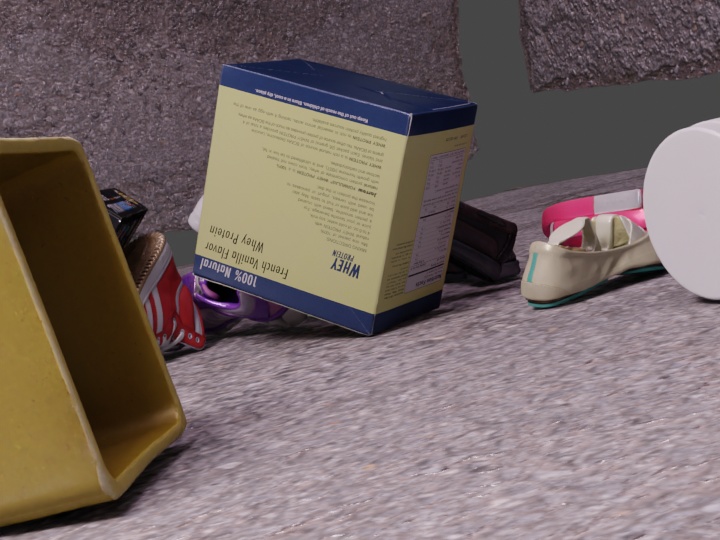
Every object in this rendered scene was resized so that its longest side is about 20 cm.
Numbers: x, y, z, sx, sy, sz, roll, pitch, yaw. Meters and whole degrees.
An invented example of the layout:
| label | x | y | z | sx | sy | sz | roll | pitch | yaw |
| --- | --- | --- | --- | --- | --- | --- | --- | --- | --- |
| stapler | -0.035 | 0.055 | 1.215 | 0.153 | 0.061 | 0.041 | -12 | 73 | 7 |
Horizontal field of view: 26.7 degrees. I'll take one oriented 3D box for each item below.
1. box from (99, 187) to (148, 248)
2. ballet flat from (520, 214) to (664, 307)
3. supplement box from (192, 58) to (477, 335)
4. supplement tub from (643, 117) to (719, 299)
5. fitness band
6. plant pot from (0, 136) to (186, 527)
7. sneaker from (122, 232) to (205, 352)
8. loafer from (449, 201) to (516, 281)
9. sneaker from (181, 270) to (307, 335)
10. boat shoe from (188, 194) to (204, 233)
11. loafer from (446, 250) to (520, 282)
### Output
| label | x | y | z | sx | sy | sz | roll | pitch | yaw |
| --- | --- | --- | --- | --- | --- | --- | --- | --- | --- |
| box | -0.280 | 0.018 | 1.442 | 0.050 | 0.200 | 0.199 | 31 | 4 | -4 |
| ballet flat | 0.209 | -0.018 | 1.317 | 0.069 | 0.070 | 0.200 | -8 | 5 | 42 |
| supplement box | -0.024 | -0.073 | 1.380 | 0.200 | 0.200 | 0.134 | 18 | 17 | 27 |
| supplement tub | 0.325 | -0.060 | 1.124 | 0.200 | 0.132 | 0.132 | -14 | 5 | -29 |
| fitness band | 0.266 | -0.041 | 1.442 | 0.144 | 0.037 | 0.200 | 11 | -12 | -41 |
| plant pot | -0.239 | 0.050 | 0.858 | 0.200 | 0.194 | 0.196 | -20 | 3 | 7 |
| sneaker | -0.212 | 0.066 | 1.438 | 0.071 | 0.113 | 0.200 | -7 | 36 | 28 |
| loafer | 0.061 | -0.064 | 1.494 | 0.200 | 0.063 | 0.072 | 32 | -7 | -1 |
| sneaker | -0.142 | 0.019 | 1.541 | 0.088 | 0.081 | 0.200 | 13 | -14 | -42 |
| boat shoe | -0.110 | -0.034 | 1.617 | 0.069 | 0.072 | 0.200 | -44 | -28 | 10 |
| loafer | 0.126 | -0.024 | 1.639 | 0.072 | 0.063 | 0.200 | -12 | 4 | -10 |
